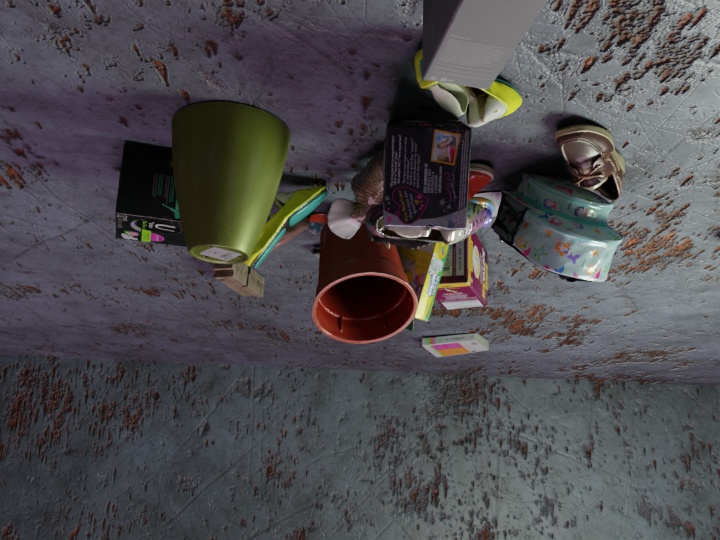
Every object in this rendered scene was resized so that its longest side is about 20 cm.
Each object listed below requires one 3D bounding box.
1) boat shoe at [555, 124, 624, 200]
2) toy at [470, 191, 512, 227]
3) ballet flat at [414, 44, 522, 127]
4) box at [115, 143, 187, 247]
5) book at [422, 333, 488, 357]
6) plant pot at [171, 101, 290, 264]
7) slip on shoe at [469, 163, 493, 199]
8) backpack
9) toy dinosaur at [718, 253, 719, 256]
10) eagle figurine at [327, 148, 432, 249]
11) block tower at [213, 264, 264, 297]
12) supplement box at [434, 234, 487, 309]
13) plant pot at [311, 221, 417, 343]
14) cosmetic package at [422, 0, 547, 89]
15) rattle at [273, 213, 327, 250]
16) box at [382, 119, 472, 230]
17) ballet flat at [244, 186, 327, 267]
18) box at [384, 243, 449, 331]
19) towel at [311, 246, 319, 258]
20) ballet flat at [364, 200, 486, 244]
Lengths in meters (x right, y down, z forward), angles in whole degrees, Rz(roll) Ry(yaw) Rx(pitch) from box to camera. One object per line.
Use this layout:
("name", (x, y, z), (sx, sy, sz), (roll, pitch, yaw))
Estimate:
("boat shoe", (0.358, -0.160, 1.143), (0.071, 0.073, 0.199), (-9, 160, 33))
("toy", (0.191, -0.101, 1.406), (0.196, 0.048, 0.115), (-1, 163, 15))
("ballet flat", (0.140, -0.226, 0.966), (0.066, 0.068, 0.198), (-15, 157, 43))
("box", (-0.314, -0.120, 1.284), (0.196, 0.127, 0.148), (7, 164, -17))
("book", (0.328, 0.255, 2.574), (0.197, 0.049, 0.133), (-8, 158, 28))
("plant pot", (-0.205, -0.120, 1.134), (0.183, 0.204, 0.187), (2, 163, 1))
("slip on shoe", (0.157, -0.122, 1.295), (0.073, 0.062, 0.199), (16, 147, -34))
("backpack", (0.334, -0.067, 1.236), (0.175, 0.153, 0.201), (10, -154, -22))
("toy dinosaur", (0.786, -0.049, 1.460), (0.198, 0.103, 0.136), (27, 131, -24))
("eagle figurine", (0.050, -0.119, 1.249), (0.150, 0.154, 0.199), (22, 167, -25))
("block tower", (-0.302, 0.016, 1.858), (0.057, 0.055, 0.200), (-2, 162, 16))
("supplement box", (0.203, -0.005, 1.578), (0.101, 0.133, 0.200), (-4, 163, 20))
("plant pot", (0.000, 0.000, 1.438), (0.197, 0.197, 0.203), (-4, 138, -3))
("cosmetic package", (0.123, -0.278, 0.733), (0.088, 0.109, 0.200), (6, 165, -12))
("rattle", (-0.170, -0.109, 1.477), (0.198, 0.144, 0.131), (-31, 162, -13))
("box", (0.087, -0.137, 1.025), (0.112, 0.135, 0.200), (3, -166, 4))
("ballet flat", (-0.144, -0.095, 1.312), (0.067, 0.200, 0.067), (43, 166, 3))
("box", (0.105, 0.013, 1.482), (0.048, 0.203, 0.117), (17, -179, -40))
("towel", (0.018, -0.026, 1.705), (0.197, 0.035, 0.192), (-8, 160, 29))
("ballet flat", (0.105, -0.069, 1.143), (0.196, 0.070, 0.071), (0, -156, -10))
